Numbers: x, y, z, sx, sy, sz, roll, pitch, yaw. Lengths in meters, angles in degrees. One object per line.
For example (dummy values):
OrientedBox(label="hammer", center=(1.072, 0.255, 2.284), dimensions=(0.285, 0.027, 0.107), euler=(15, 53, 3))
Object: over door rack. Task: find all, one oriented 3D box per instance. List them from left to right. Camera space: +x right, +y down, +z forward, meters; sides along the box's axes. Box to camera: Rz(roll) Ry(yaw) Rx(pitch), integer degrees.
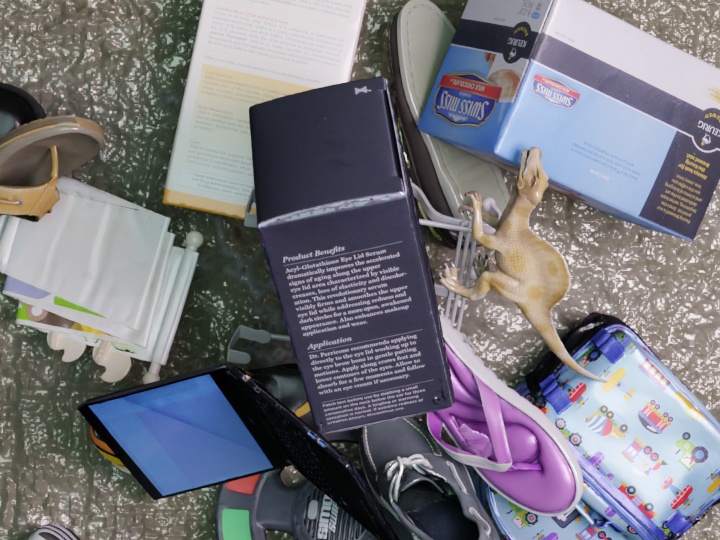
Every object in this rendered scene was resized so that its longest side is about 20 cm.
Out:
OrientedBox(label="over door rack", center=(0.000, 0.000, 1.561), dimensions=(0.199, 0.067, 0.148), euler=(2, 126, -8))

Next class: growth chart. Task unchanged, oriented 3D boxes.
OrientedBox(label="growth chart", center=(-0.217, -0.002, 1.576), dimensions=(0.200, 0.018, 0.145), euler=(26, 94, 21))

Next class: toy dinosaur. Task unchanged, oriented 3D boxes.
OrientedBox(label="toy dinosaur", center=(0.115, 0.007, 1.468), dimensions=(0.058, 0.101, 0.200), euler=(-40, 126, -38))

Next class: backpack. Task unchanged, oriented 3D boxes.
OrientedBox(label="backpack", center=(0.178, 0.156, 1.577), dimensions=(0.200, 0.135, 0.183), euler=(-41, 92, 2))

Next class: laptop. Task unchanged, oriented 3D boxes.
OrientedBox(label="laptop", center=(-0.085, 0.157, 1.493), dimensions=(0.200, 0.177, 0.103), euler=(37, 77, 30))

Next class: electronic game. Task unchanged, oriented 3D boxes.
OrientedBox(label="electronic game", center=(-0.017, 0.195, 1.587), dimensions=(0.199, 0.042, 0.201), euler=(-3, 74, 9))

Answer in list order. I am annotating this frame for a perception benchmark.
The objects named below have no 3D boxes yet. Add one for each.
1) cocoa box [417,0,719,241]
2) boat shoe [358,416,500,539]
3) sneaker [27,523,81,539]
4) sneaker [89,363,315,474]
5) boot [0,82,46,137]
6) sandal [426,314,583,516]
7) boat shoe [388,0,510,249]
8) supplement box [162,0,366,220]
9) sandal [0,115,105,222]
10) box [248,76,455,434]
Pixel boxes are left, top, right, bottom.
OrientedBox(label="cocoa box", center=(0.172, -0.123, 1.534), dimensions=(0.200, 0.133, 0.132), euler=(22, 92, -28))
OrientedBox(label="boat shoe", center=(0.051, 0.163, 1.512), dimensions=(0.073, 0.200, 0.062), euler=(-26, 136, -6))
OrientedBox(label="sneaker", center=(-0.221, 0.309, 1.602), dimensions=(0.115, 0.076, 0.200), euler=(-43, 83, 5))
OrientedBox(label="sneaker", center=(-0.115, 0.114, 1.567), dimensions=(0.200, 0.090, 0.070), euler=(-13, 73, 8))
OrientedBox(label="boot", center=(-0.353, -0.113, 1.530), dimensions=(0.210, 0.158, 0.080), euler=(0, 88, 0))
OrientedBox(label="sandal", center=(0.081, 0.113, 1.512), dimensions=(0.203, 0.050, 0.083), euler=(46, 131, 16))
OrientedBox(label="boat shoe", center=(0.058, -0.113, 1.594), dimensions=(0.072, 0.061, 0.202), euler=(-19, 93, -36))
OrientedBox(label="supplement box", center=(-0.075, -0.138, 1.585), dimensions=(0.126, 0.074, 0.201), euler=(13, 93, -3))
OrientedBox(label="sandal", center=(-0.273, -0.057, 1.553), dimensions=(0.200, 0.080, 0.054), euler=(-30, 68, 21))
OrientedBox(label="box", center=(-0.006, -0.010, 1.418), dimensions=(0.104, 0.148, 0.200), euler=(-12, 127, 4))
